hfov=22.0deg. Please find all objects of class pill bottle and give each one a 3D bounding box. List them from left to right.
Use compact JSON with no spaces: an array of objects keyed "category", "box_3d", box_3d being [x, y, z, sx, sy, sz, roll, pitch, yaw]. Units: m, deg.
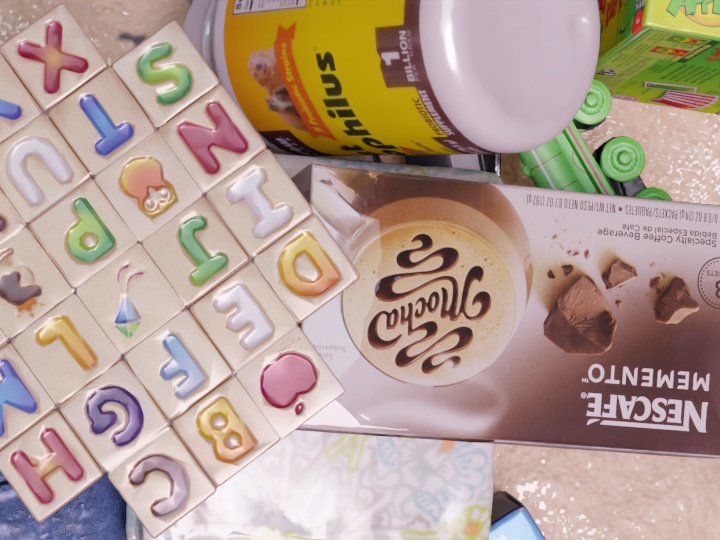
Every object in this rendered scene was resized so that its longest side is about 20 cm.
[{"category":"pill bottle","box_3d":[0.006,-0.108,0.864,0.109,0.199,0.110,-2,94,-42]}]

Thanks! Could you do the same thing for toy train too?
[{"category":"toy train","box_3d":[0.122,-0.028,0.910,0.056,0.042,0.201,-31,89,-5]}]

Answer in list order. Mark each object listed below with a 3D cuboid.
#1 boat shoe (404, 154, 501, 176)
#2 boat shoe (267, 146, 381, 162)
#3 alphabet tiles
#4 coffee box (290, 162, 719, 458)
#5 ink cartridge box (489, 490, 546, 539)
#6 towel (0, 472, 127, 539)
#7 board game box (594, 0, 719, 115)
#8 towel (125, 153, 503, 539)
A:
[{"category":"boat shoe","box_3d":[0.056,-0.094,0.956,0.067,0.074,0.201,-8,78,-16]},{"category":"boat shoe","box_3d":[0.000,0.000,0.962,0.072,0.063,0.202,-21,76,29]},{"category":"alphabet tiles","box_3d":[-0.104,-0.001,0.760,0.166,0.006,0.201,-36,89,-8]},{"category":"coffee box","box_3d":[0.064,0.022,0.828,0.198,0.080,0.114,6,84,-12]},{"category":"ink cartridge box","box_3d":[0.070,0.237,0.937,0.144,0.084,0.201,-32,91,-5]},{"category":"towel","box_3d":[-0.151,0.177,0.902,0.111,0.049,0.202,-13,114,-6]},{"category":"board game box","box_3d":[0.166,-0.117,0.900,0.101,0.200,0.048,8,87,-4]},{"category":"towel","box_3d":[-0.020,0.047,0.872,0.170,0.048,0.202,4,85,-14]}]
